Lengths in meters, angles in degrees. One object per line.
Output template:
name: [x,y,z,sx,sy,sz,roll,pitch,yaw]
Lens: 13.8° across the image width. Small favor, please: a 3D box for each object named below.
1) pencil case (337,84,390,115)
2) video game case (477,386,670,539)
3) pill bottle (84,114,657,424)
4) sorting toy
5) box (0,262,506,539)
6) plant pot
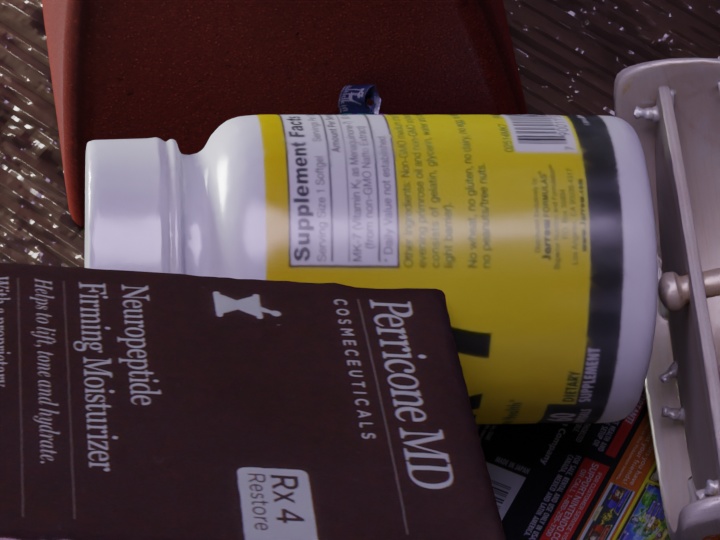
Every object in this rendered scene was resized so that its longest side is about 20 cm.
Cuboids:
pencil case: [-0.012,0.032,1.172,0.092,0.085,0.200,-12,49,52]
video game case: [0.114,0.086,1.147,0.180,0.026,0.200,20,66,27]
pill bottle: [0.000,0.000,1.078,0.199,0.114,0.115,0,61,-6]
sorting toy: [0.194,0.022,1.096,0.180,0.107,0.200,-6,54,2]
box: [-0.070,0.108,0.972,0.199,0.165,0.166,3,30,-9]
plant pot: [-0.045,-0.156,1.221,0.199,0.176,0.200,-10,66,0]
